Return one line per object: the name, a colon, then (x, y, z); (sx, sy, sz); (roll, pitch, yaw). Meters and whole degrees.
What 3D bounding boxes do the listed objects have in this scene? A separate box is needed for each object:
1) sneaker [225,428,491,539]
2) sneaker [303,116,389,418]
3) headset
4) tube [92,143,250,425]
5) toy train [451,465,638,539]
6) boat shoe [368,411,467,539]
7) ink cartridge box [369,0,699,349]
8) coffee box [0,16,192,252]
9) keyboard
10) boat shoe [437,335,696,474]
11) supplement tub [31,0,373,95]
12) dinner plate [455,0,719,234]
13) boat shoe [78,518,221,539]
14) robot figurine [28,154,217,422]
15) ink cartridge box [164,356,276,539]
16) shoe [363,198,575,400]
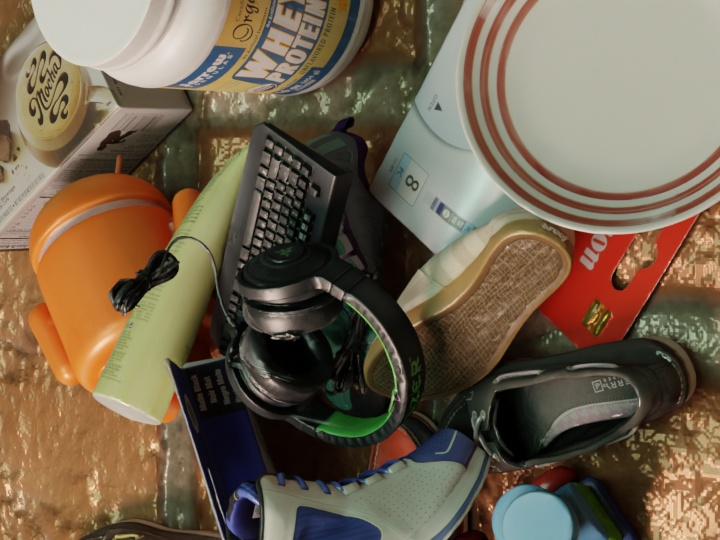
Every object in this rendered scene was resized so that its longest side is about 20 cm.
sneaker: (-0.015, 0.151, 1.138); (0.115, 0.199, 0.081); (43, 147, 1)
sneaker: (0.000, 0.000, 1.261); (0.074, 0.088, 0.200); (6, 119, 37)
headset: (-0.057, 0.041, 1.174); (0.200, 0.094, 0.124); (29, 131, 22)
tube: (-0.118, 0.005, 1.272); (0.058, 0.052, 0.200); (12, 72, 34)
toy train: (0.065, 0.198, 1.135); (0.200, 0.116, 0.085); (-38, 68, 12)
boat shoe: (0.027, 0.194, 1.240); (0.071, 0.063, 0.200); (-4, 88, 43)
ink cartridge box: (0.110, -0.058, 1.166); (0.200, 0.047, 0.160); (45, 120, 32)
coffee box: (-0.234, -0.113, 1.446); (0.200, 0.080, 0.113); (-40, 68, 35)
keyboard: (-0.040, 0.010, 1.222); (0.127, 0.021, 0.200); (32, 133, 20)
boat shoe: (0.112, 0.086, 1.156); (0.200, 0.057, 0.067); (-23, 90, 41)
supplement tub: (-0.104, -0.191, 1.247); (0.145, 0.200, 0.145); (2, 94, 42)
dinner plate: (0.155, -0.117, 1.101); (0.200, 0.024, 0.200); (-5, 75, 18)
boat shoe: (-0.169, 0.228, 1.415); (0.200, 0.059, 0.072); (-5, 89, 41)
robot figurine: (-0.171, 0.011, 1.369); (0.200, 0.116, 0.144); (63, 149, 28)
ink cartridge box: (-0.071, 0.161, 1.254); (0.041, 0.200, 0.200); (-19, 76, -2)
shoe: (0.070, 0.018, 1.168); (0.200, 0.070, 0.053); (-44, 24, 42)
